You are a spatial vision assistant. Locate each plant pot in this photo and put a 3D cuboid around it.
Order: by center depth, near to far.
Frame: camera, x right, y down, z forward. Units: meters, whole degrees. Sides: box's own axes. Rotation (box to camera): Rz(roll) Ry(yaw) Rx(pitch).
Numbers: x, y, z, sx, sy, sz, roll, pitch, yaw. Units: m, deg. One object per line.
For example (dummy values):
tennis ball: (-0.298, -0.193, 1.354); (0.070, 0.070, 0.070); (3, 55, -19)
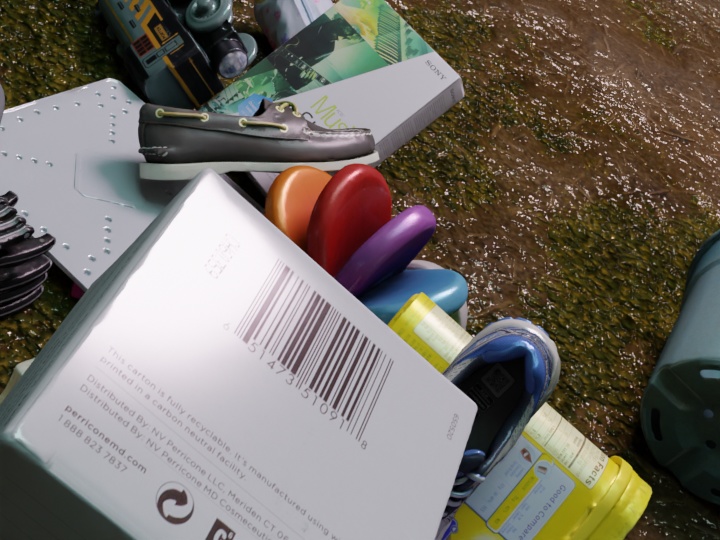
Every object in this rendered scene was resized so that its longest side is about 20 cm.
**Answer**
plant pot: (0.340, 0.085, 1.010); (0.199, 0.201, 0.196); (37, 45, 12)

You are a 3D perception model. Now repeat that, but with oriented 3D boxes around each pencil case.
pencil case: (-0.044, -0.217, 1.178); (0.082, 0.091, 0.201); (-28, 50, 2)

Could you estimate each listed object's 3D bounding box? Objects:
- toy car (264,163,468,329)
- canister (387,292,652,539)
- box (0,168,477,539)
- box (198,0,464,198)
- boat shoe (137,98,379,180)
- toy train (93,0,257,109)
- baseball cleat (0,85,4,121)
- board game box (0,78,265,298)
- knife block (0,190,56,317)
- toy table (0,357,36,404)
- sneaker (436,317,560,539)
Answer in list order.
toy car: (0.000, 0.000, 0.901); (0.200, 0.151, 0.174); (41, 38, 16)
canister: (0.069, 0.131, 0.783); (0.200, 0.149, 0.087); (41, -2, 4)
box: (-0.072, 0.098, 0.579); (0.198, 0.130, 0.201); (41, 41, -12)
box: (-0.027, -0.149, 1.054); (0.199, 0.036, 0.145); (-38, 65, -8)
boat shoe: (-0.080, -0.108, 0.956); (0.198, 0.062, 0.072); (-5, 7, -18)
toy train: (-0.176, -0.229, 1.089); (0.113, 0.085, 0.201); (-34, 55, -2)
baseball cleat: (-0.315, -0.099, 0.821); (0.069, 0.107, 0.201); (22, 49, 8)
board game box: (-0.203, -0.065, 0.946); (0.199, 0.026, 0.199); (41, 38, 15)
knife block: (-0.297, 0.022, 0.766); (0.064, 0.176, 0.200); (42, 83, 20)
toy table: (-0.230, 0.107, 0.652); (0.183, 0.118, 0.199); (39, 39, 14)
sneaker: (0.042, 0.110, 0.701); (0.077, 0.201, 0.085); (37, 2, 6)
